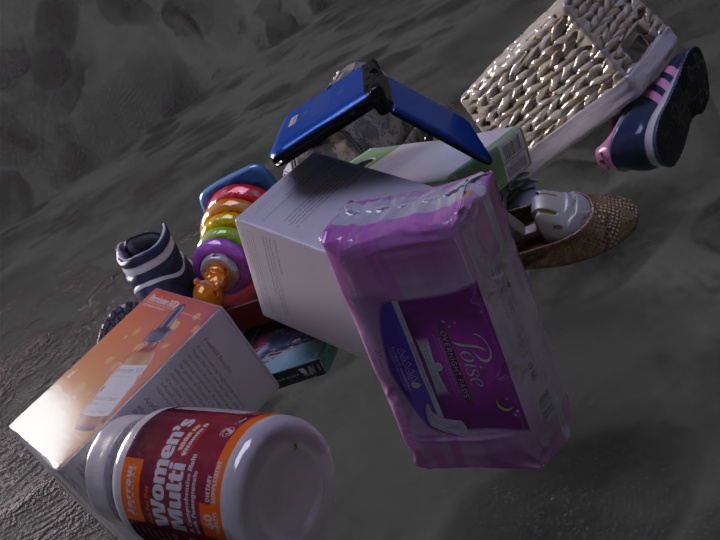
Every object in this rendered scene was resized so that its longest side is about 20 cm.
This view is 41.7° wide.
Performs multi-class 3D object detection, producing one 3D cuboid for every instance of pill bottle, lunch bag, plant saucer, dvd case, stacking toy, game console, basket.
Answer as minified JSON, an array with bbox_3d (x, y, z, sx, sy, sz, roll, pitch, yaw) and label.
[{"bbox_3d":[-0.122,0.163,0.733,0.198,0.111,0.110,-4,32,41],"label":"pill bottle"},{"bbox_3d":[-0.002,-0.161,1.224,0.137,0.170,0.201,-15,25,31],"label":"lunch bag"},{"bbox_3d":[-0.109,0.021,1.103,0.197,0.037,0.200,-18,16,36],"label":"plant saucer"},{"bbox_3d":[-0.100,0.085,1.010,0.197,0.022,0.147,-21,23,27],"label":"dvd case"},{"bbox_3d":[-0.146,-0.016,1.061,0.108,0.117,0.201,-24,26,27],"label":"stacking toy"},{"bbox_3d":[0.017,-0.127,0.913,0.169,0.119,0.200,-31,16,10],"label":"game console"},{"bbox_3d":[0.220,-0.214,1.033,0.136,0.123,0.200,-48,5,-40],"label":"basket"}]

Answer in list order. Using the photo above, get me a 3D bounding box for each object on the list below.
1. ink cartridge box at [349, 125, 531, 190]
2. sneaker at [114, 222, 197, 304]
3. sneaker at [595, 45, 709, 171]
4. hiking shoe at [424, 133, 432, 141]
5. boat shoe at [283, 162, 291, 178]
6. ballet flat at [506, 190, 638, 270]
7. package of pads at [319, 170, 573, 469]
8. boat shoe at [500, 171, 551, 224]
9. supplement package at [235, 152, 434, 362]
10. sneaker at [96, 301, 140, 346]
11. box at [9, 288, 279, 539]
[{"bbox_3d":[0.055,-0.092,0.964,0.197,0.049,0.145,-5,23,40],"label":"ink cartridge box"},{"bbox_3d":[-0.219,-0.003,1.087,0.069,0.110,0.200,-24,13,5],"label":"sneaker"},{"bbox_3d":[0.304,-0.171,0.985,0.081,0.071,0.200,-7,29,41],"label":"sneaker"},{"bbox_3d":[0.028,-0.071,1.078,0.200,0.102,0.075,-42,24,-28],"label":"hiking shoe"},{"bbox_3d":[-0.087,-0.103,1.356,0.067,0.070,0.200,-49,20,-1],"label":"boat shoe"},{"bbox_3d":[0.152,-0.036,0.868,0.197,0.065,0.072,-18,48,22],"label":"ballet flat"},{"bbox_3d":[0.064,0.039,0.659,0.119,0.203,0.076,-8,24,36],"label":"package of pads"},{"bbox_3d":[0.136,-0.071,0.988,0.074,0.065,0.201,-35,22,-14],"label":"boat shoe"},{"bbox_3d":[0.007,-0.006,0.853,0.198,0.121,0.121,20,48,34],"label":"supplement package"},{"bbox_3d":[-0.287,0.140,1.089,0.076,0.089,0.202,23,65,15],"label":"sneaker"},{"bbox_3d":[-0.205,0.129,0.897,0.200,0.107,0.151,-47,29,-23],"label":"box"}]
